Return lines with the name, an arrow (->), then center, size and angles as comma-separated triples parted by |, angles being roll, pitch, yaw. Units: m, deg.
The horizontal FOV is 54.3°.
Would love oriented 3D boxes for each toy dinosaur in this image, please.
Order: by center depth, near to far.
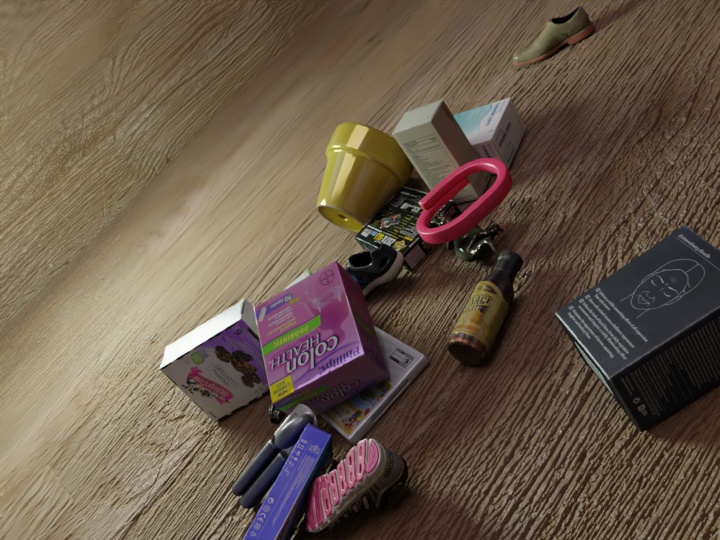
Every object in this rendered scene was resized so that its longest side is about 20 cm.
toy dinosaur -> 0.203, -0.053, 1.262 | 0.102, 0.077, 0.200 | -47, 33, 10

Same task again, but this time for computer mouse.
computer mouse -> -0.121, 0.201, 1.257 | 0.034, 0.059, 0.201 | -2, 33, 14

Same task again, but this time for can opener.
can opener -> -0.139, 0.292, 1.111 | 0.053, 0.066, 0.201 | 46, 107, 30

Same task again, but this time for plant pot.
plant pot -> -0.004, -0.195, 1.567 | 0.200, 0.200, 0.190 | 9, 69, 53

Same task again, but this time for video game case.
video game case -> 0.000, 0.184, 1.196 | 0.182, 0.023, 0.200 | -46, 31, -12

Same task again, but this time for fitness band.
fitness band -> 0.185, -0.127, 1.277 | 0.200, 0.038, 0.144 | -42, 33, -6

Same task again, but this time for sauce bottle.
sauce bottle -> 0.202, 0.054, 1.105 | 0.066, 0.066, 0.201 | -6, 43, 44

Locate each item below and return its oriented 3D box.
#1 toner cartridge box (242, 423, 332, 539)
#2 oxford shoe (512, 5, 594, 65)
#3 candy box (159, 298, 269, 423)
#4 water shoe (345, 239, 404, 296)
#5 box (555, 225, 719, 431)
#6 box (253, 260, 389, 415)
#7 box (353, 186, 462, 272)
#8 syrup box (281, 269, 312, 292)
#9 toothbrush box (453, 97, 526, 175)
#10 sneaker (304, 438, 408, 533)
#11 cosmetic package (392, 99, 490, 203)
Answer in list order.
toner cartridge box -> -0.104, 0.335, 1.026 | 0.043, 0.095, 0.201 | 21, 58, 15
oxford shoe -> 0.444, -0.556, 1.661 | 0.199, 0.075, 0.071 | -25, 33, 25
candy box -> -0.250, 0.175, 1.338 | 0.199, 0.168, 0.072 | -31, 28, 15
water shoe -> 0.000, 0.000, 1.358 | 0.199, 0.079, 0.072 | -34, 25, 42
box -> 0.369, 0.067, 0.853 | 0.199, 0.107, 0.149 | -35, 29, 8
box -> -0.070, 0.119, 1.179 | 0.175, 0.097, 0.201 | -29, 51, 13
box -> 0.095, -0.089, 1.438 | 0.160, 0.049, 0.200 | -47, 30, -10
syrup box -> -0.084, 0.084, 1.369 | 0.081, 0.079, 0.200 | -39, 29, -2
toothbrush box -> 0.232, -0.269, 1.493 | 0.199, 0.085, 0.147 | -10, 39, 42
sneaker -> -0.005, 0.311, 0.980 | 0.200, 0.087, 0.074 | -50, 32, 29
cosmetic package -> 0.163, -0.230, 1.398 | 0.105, 0.200, 0.071 | -7, 41, 42
